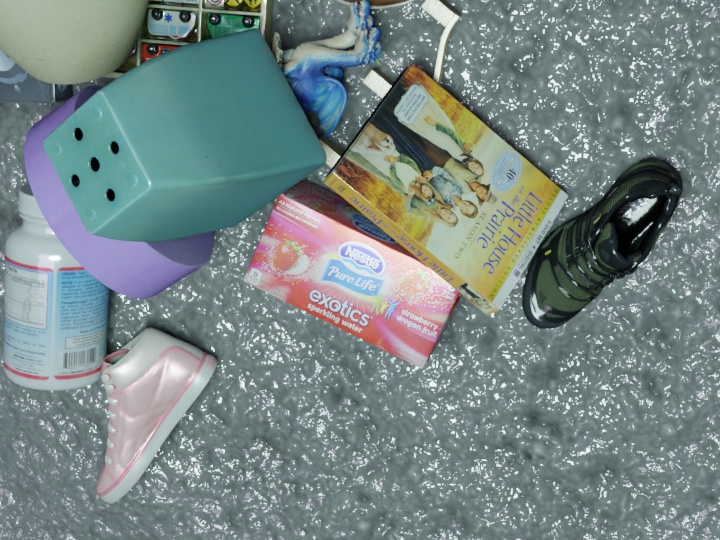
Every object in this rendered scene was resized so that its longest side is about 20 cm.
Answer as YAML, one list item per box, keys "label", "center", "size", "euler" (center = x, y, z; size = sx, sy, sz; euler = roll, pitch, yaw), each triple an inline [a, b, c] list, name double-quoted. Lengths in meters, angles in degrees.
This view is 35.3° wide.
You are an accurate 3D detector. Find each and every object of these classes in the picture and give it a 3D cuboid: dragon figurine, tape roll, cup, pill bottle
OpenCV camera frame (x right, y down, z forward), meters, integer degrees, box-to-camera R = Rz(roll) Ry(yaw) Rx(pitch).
- label: "dragon figurine"
  center: [-0.046, -0.168, 1.088]
  size: [0.099, 0.059, 0.201]
  euler: [11, 125, -17]
- label: "tape roll"
  center: [-0.228, -0.075, 1.088]
  size: [0.065, 0.200, 0.201]
  euler: [-31, 96, 17]
- label: "cup"
  center: [-0.275, -0.259, 1.045]
  size: [0.199, 0.201, 0.144]
  euler: [4, 132, 11]
- label: "pill bottle"
  center: [-0.316, 0.015, 1.179]
  size: [0.108, 0.109, 0.201]
  euler: [9, 105, 10]

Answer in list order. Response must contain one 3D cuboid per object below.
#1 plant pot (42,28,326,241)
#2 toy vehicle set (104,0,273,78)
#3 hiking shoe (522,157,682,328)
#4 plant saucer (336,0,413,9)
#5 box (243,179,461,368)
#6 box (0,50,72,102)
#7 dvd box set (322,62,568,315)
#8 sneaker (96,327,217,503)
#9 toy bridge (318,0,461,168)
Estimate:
- label: "plant pot"
  center: [-0.161, -0.109, 0.986]
  size: [0.141, 0.200, 0.142]
  euler: [-31, 87, 34]
- label: "toy vehicle set"
  center: [-0.186, -0.250, 1.125]
  size: [0.199, 0.027, 0.125]
  euler: [7, 105, 11]
- label: "hiking shoe"
  center: [0.219, -0.020, 1.056]
  size: [0.076, 0.101, 0.200]
  euler: [39, 109, 1]
- label: "plant saucer"
  center: [0.016, -0.347, 1.053]
  size: [0.199, 0.034, 0.201]
  euler: [3, 106, 12]
- label: "box"
  center: [0.000, 0.000, 1.112]
  size: [0.199, 0.095, 0.100]
  euler: [26, 107, 5]
- label: "box"
  center: [-0.401, -0.255, 1.163]
  size: [0.199, 0.044, 0.161]
  euler: [3, 104, 11]
- label: "dvd box set"
  center: [0.083, -0.076, 1.049]
  size: [0.200, 0.029, 0.147]
  euler: [39, 66, -9]
- label: "sneaker"
  center: [-0.248, 0.147, 1.207]
  size: [0.104, 0.075, 0.201]
  euler: [34, 101, -14]
- label: "toy bridge"
  center: [0.033, -0.169, 1.098]
  size: [0.067, 0.027, 0.200]
  euler: [39, 108, -1]
